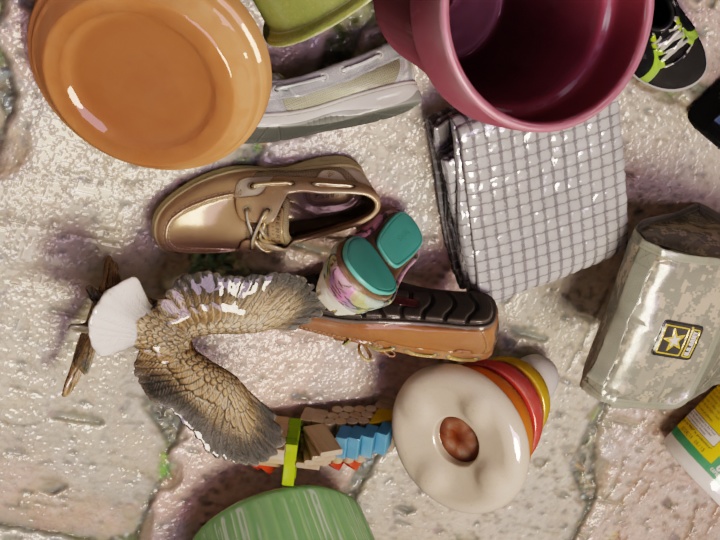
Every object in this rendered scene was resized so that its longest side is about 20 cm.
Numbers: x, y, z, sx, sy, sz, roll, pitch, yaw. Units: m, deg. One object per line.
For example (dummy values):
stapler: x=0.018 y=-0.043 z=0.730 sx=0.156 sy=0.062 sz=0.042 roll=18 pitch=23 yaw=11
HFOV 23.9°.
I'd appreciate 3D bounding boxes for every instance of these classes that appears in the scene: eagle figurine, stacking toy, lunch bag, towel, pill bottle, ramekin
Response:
eagle figurine: x=-0.142 y=0.061 z=1.462 sx=0.199 sy=0.151 sz=0.152 roll=20 pitch=135 yaw=4
stacking toy: x=0.136 y=0.130 z=1.619 sx=0.200 sy=0.145 sz=0.147 roll=-28 pitch=135 yaw=-50
lunch bag: x=0.294 y=0.038 z=1.606 sx=0.199 sy=0.117 sz=0.165 roll=-15 pitch=129 yaw=-53
towel: x=0.150 y=-0.083 z=1.543 sx=0.164 sy=0.086 sz=0.201 roll=-19 pitch=125 yaw=-10
pill bottle: x=0.423 y=0.149 z=1.769 sx=0.200 sy=0.113 sz=0.113 roll=-45 pitch=125 yaw=7
ramekin: x=-0.071 y=0.292 z=1.623 sx=0.198 sy=0.098 sz=0.201 roll=-13 pitch=144 yaw=-10

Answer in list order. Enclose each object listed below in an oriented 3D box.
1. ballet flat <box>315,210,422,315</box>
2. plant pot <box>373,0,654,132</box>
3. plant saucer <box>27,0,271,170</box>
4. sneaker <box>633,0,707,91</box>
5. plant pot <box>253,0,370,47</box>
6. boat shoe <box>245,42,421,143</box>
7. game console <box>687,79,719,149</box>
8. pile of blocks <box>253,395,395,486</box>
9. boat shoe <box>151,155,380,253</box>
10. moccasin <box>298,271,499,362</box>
ballet flat: x=0.000 y=0.000 z=1.473 sx=0.071 sy=0.200 sz=0.069 roll=-34 pitch=95 yaw=22
plant pot: x=0.106 y=-0.220 z=1.367 sx=0.199 sy=0.179 sz=0.202 roll=-7 pitch=105 yaw=-27
plant saucer: x=-0.169 y=-0.156 z=1.333 sx=0.198 sy=0.038 sz=0.201 roll=7 pitch=130 yaw=8
sneaker: x=0.252 y=-0.217 z=1.505 sx=0.072 sy=0.083 sz=0.200 roll=-44 pitch=125 yaw=7
plant pot: x=-0.052 y=-0.308 z=1.282 sx=0.200 sy=0.200 sz=0.190 roll=-39 pitch=113 yaw=3
boat shoe: x=-0.048 y=-0.150 z=1.434 sx=0.200 sy=0.074 sz=0.065 roll=-11 pitch=85 yaw=-13
game console: x=0.375 y=-0.183 z=1.505 sx=0.172 sy=0.200 sz=0.119 roll=-42 pitch=124 yaw=5
pile of blocks: x=-0.028 y=0.172 z=1.614 sx=0.198 sy=0.082 sz=0.063 roll=-5 pitch=120 yaw=-20
boat shoe: x=-0.081 y=-0.052 z=1.473 sx=0.198 sy=0.065 sz=0.072 roll=-16 pitch=123 yaw=-14
moccasin: x=0.025 y=0.047 z=1.548 sx=0.199 sy=0.074 sz=0.078 roll=4 pitch=134 yaw=-3
